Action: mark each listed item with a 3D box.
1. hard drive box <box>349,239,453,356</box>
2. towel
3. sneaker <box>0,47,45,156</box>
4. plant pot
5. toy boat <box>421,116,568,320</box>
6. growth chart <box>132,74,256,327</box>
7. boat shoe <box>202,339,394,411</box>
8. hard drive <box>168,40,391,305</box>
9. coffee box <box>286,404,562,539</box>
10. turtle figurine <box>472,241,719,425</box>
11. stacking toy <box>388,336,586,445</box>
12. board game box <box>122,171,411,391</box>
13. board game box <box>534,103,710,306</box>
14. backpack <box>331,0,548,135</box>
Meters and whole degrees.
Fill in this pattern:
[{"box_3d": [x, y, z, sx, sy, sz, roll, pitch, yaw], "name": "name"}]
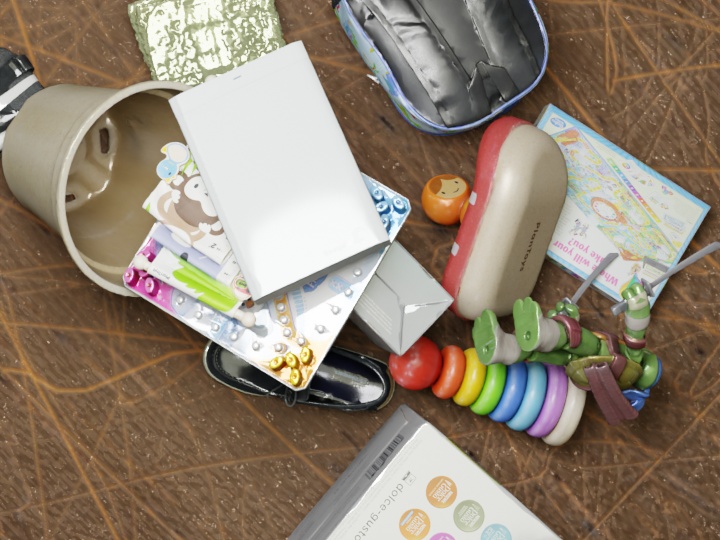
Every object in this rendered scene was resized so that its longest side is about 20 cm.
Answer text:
[{"box_3d": [0.000, 0.000, 1.690, 0.077, 0.200, 0.156, -45, 94, -4], "name": "hard drive box"}, {"box_3d": [-0.139, -0.197, 1.752, 0.147, 0.036, 0.202, -18, 98, -6], "name": "towel"}, {"box_3d": [-0.409, -0.150, 1.725, 0.199, 0.073, 0.113, -29, 89, -13], "name": "sneaker"}, {"box_3d": [-0.243, -0.096, 1.660, 0.199, 0.183, 0.202, -14, 112, -36], "name": "plant pot"}, {"box_3d": [0.118, -0.058, 1.720, 0.130, 0.130, 0.202, 26, 107, 28], "name": "toy boat"}, {"box_3d": [-0.123, -0.066, 1.562, 0.144, 0.018, 0.202, 21, 81, 8], "name": "growth chart"}, {"box_3d": [-0.061, 0.099, 1.753, 0.198, 0.062, 0.075, 13, 90, -3], "name": "boat shoe"}, {"box_3d": [-0.072, -0.088, 1.540, 0.131, 0.026, 0.201, -24, 77, -1], "name": "hard drive"}, {"box_3d": [0.061, 0.275, 1.693, 0.197, 0.200, 0.200, 41, 87, -4], "name": "coffee box"}, {"box_3d": [0.213, 0.038, 1.683, 0.192, 0.144, 0.202, 6, 106, -34], "name": "turtle figurine"}, {"box_3d": [0.122, 0.109, 1.745, 0.198, 0.085, 0.086, 18, 88, -13], "name": "stacking toy"}, {"box_3d": [-0.086, -0.026, 1.573, 0.199, 0.026, 0.201, 30, 85, 10], "name": "board game box"}, {"box_3d": [0.241, -0.061, 1.794, 0.199, 0.034, 0.135, 32, 87, -4], "name": "board game box"}, {"box_3d": [0.085, -0.238, 1.725, 0.182, 0.147, 0.201, -30, 88, -5], "name": "backpack"}]
